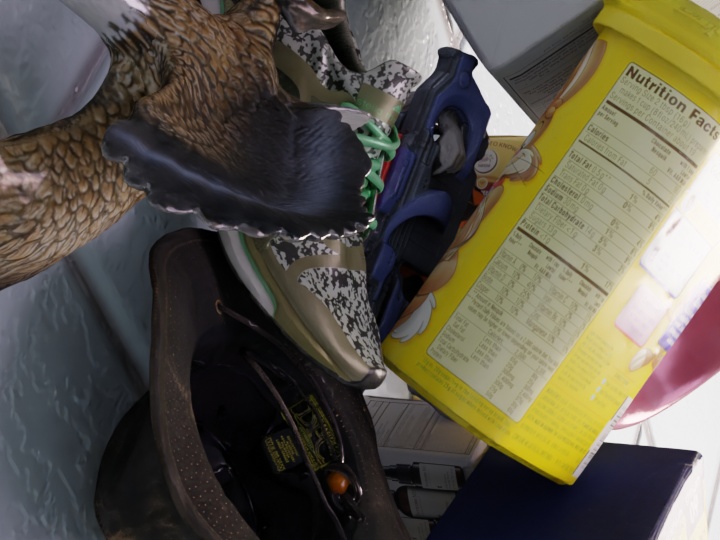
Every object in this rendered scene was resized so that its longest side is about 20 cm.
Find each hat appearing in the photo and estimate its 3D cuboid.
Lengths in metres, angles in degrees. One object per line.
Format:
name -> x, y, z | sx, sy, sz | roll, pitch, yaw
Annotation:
hat -> -0.057, 0.078, 0.741 | 0.201, 0.080, 0.202 | 53, 21, -31

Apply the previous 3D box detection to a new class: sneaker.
sneaker -> -0.014, -0.052, 0.768 | 0.077, 0.088, 0.202 | 14, 56, -63

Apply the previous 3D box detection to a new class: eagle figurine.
eagle figurine -> -0.068, -0.054, 0.636 | 0.152, 0.149, 0.201 | 120, -11, -50

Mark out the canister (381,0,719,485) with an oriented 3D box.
canister -> 0.109, -0.012, 0.847 | 0.201, 0.086, 0.148 | -54, 149, 1

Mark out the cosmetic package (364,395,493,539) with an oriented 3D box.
cosmetic package -> 0.045, 0.164, 1.000 | 0.051, 0.082, 0.202 | -52, 138, -49

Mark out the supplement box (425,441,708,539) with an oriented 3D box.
supplement box -> 0.109, 0.196, 0.918 | 0.109, 0.108, 0.202 | -46, 133, -55

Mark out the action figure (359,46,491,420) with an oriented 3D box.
action figure -> 0.000, 0.000, 0.896 | 0.194, 0.104, 0.201 | 47, 64, -49

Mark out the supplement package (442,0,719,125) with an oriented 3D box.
supplement package -> 0.114, -0.176, 0.956 | 0.192, 0.146, 0.200 | 63, 13, 25

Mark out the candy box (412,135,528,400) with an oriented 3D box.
candy box -> 0.082, 0.034, 1.105 | 0.117, 0.056, 0.202 | 37, 57, -60

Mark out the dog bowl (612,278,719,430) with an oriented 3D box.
dog bowl -> 0.170, 0.005, 1.007 | 0.199, 0.074, 0.201 | -34, 158, -16
